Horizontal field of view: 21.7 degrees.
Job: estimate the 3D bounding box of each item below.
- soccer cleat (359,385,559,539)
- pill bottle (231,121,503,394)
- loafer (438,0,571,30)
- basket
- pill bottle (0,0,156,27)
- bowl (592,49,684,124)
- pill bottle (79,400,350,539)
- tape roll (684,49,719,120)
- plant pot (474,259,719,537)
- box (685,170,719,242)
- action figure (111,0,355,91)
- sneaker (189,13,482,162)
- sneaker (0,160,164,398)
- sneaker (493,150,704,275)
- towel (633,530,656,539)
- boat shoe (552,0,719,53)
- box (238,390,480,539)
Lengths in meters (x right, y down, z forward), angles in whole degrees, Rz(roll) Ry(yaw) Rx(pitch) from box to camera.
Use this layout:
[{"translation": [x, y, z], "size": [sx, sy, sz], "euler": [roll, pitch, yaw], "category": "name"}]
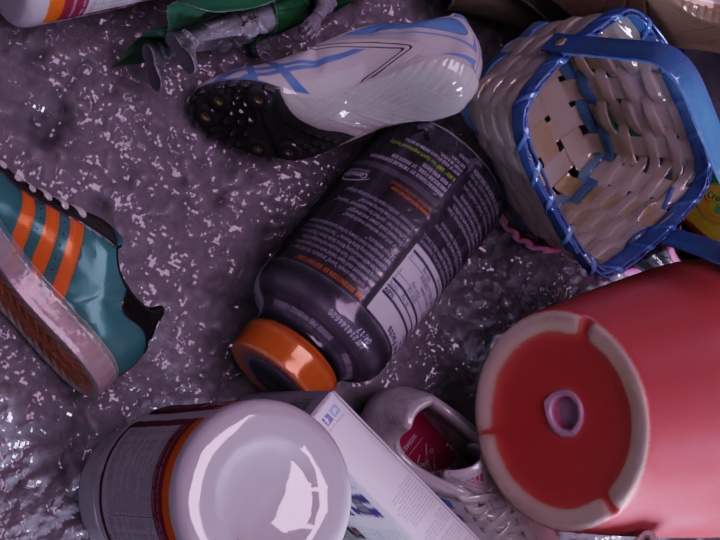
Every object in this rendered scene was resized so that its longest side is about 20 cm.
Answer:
[{"translation": [0.078, 0.158, 1.285], "size": [0.200, 0.086, 0.070], "euler": [45, 68, -16], "category": "soccer cleat"}, {"translation": [0.000, 0.000, 1.250], "size": [0.106, 0.106, 0.200], "euler": [46, 67, -16], "category": "pill bottle"}, {"translation": [0.080, -0.210, 1.338], "size": [0.199, 0.075, 0.070], "euler": [36, 85, -19], "category": "loafer"}, {"translation": [0.168, -0.084, 1.213], "size": [0.139, 0.200, 0.177], "euler": [-40, 124, -16], "category": "basket"}, {"translation": [-0.140, -0.226, 1.200], "size": [0.199, 0.109, 0.110], "euler": [-16, 92, -27], "category": "pill bottle"}, {"translation": [0.212, -0.186, 1.362], "size": [0.200, 0.039, 0.202], "euler": [-23, 118, -52], "category": "bowl"}, {"translation": [-0.095, 0.135, 1.127], "size": [0.109, 0.200, 0.111], "euler": [3, 83, -26], "category": "pill bottle"}, {"translation": [0.315, -0.158, 1.300], "size": [0.070, 0.202, 0.204], "euler": [14, 79, -29], "category": "tape roll"}, {"translation": [0.184, 0.091, 1.255], "size": [0.177, 0.199, 0.202], "euler": [-2, 86, -47], "category": "plant pot"}, {"translation": [0.302, -0.005, 1.276], "size": [0.117, 0.200, 0.049], "euler": [20, 108, -42], "category": "box"}, {"translation": [-0.056, -0.173, 1.248], "size": [0.199, 0.118, 0.055], "euler": [-28, 99, -37], "category": "action figure"}, {"translation": [-0.015, -0.124, 1.242], "size": [0.073, 0.198, 0.072], "euler": [-84, 160, -49], "category": "sneaker"}, {"translation": [-0.202, -0.020, 1.175], "size": [0.080, 0.071, 0.201], "euler": [-45, 110, -28], "category": "sneaker"}, {"translation": [0.190, -0.038, 1.358], "size": [0.199, 0.095, 0.080], "euler": [20, 78, -22], "category": "sneaker"}, {"translation": [0.141, 0.252, 1.252], "size": [0.034, 0.200, 0.133], "euler": [41, 67, 10], "category": "towel"}, {"translation": [0.221, -0.188, 1.241], "size": [0.198, 0.072, 0.065], "euler": [13, 67, 8], "category": "boat shoe"}, {"translation": [0.010, 0.156, 1.218], "size": [0.200, 0.144, 0.036], "euler": [48, 69, -16], "category": "box"}]
